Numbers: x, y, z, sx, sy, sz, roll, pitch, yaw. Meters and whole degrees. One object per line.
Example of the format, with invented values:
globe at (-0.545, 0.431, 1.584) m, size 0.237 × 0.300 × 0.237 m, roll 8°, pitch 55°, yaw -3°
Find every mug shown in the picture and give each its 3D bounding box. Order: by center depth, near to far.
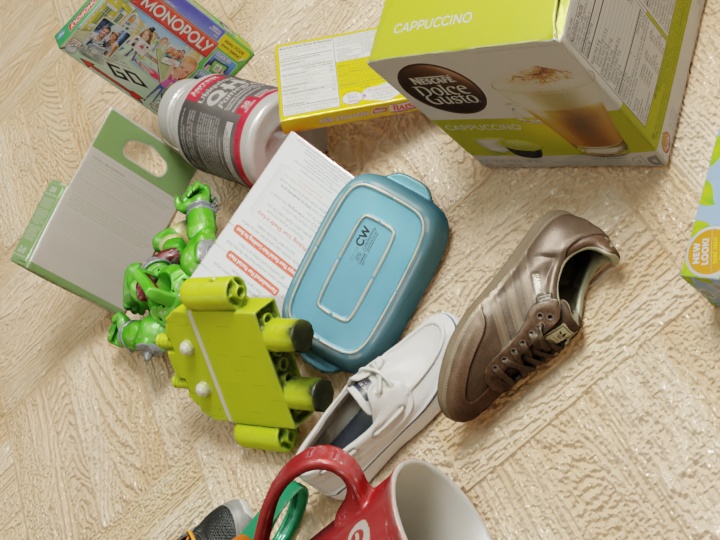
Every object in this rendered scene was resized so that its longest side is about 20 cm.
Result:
mug at (-0.012, 0.241, 0.960) m, size 0.199 × 0.133 × 0.179 m, roll -39°, pitch 70°, yaw 24°

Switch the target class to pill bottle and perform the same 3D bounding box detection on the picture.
pill bottle at (-0.135, -0.154, 1.307) m, size 0.199 × 0.110 × 0.112 m, roll 21°, pitch 81°, yaw 45°

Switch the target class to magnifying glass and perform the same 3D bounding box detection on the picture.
magnifying glass at (-0.089, 0.228, 1.008) m, size 0.022 × 0.200 × 0.081 m, roll 24°, pitch 100°, yaw 17°

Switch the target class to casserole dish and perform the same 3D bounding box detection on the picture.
casserole dish at (0.000, 0.000, 1.113) m, size 0.120 × 0.039 × 0.202 m, roll 28°, pitch 90°, yaw 15°

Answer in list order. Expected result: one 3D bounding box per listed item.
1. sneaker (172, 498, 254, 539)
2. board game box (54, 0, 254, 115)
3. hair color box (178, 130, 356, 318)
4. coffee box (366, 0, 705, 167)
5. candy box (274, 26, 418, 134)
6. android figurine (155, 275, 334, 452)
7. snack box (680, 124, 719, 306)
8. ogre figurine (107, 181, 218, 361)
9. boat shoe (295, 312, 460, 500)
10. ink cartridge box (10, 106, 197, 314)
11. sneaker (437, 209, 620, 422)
sneaker at (-0.174, 0.289, 1.120) m, size 0.200 × 0.077 × 0.078 m, roll -48°, pitch 43°, yaw 8°
board game box at (-0.235, -0.261, 1.390) m, size 0.134 × 0.199 × 0.029 m, roll -43°, pitch 48°, yaw 14°
hair color box at (-0.077, -0.021, 1.189) m, size 0.110 × 0.064 × 0.201 m, roll 36°, pitch 92°, yaw 19°
coffee box at (0.157, -0.222, 1.025) m, size 0.198 × 0.197 × 0.203 m, roll 3°, pitch 69°, yaw 42°
candy box at (0.014, -0.198, 1.198) m, size 0.197 × 0.027 × 0.103 m, roll -9°, pitch 55°, yaw 5°
android figurine at (-0.117, 0.087, 1.134) m, size 0.198 × 0.184 × 0.041 m, roll 1°, pitch 27°, yaw 39°
snack box at (0.348, -0.054, 0.857) m, size 0.198 × 0.067 × 0.171 m, roll 4°, pitch 70°, yaw 44°
ogre figurine at (-0.207, 0.015, 1.289) m, size 0.199 × 0.098 × 0.120 m, roll -41°, pitch 34°, yaw 1°
boat shoe at (0.018, 0.116, 1.054) m, size 0.201 × 0.065 × 0.073 m, roll -54°, pitch 44°, yaw 4°
ink cartridge box at (-0.289, -0.067, 1.369) m, size 0.048 × 0.145 × 0.202 m, roll 17°, pitch 78°, yaw 46°
sneaker at (0.137, 0.044, 0.986) m, size 0.075 × 0.070 × 0.202 m, roll 30°, pitch 88°, yaw 45°
